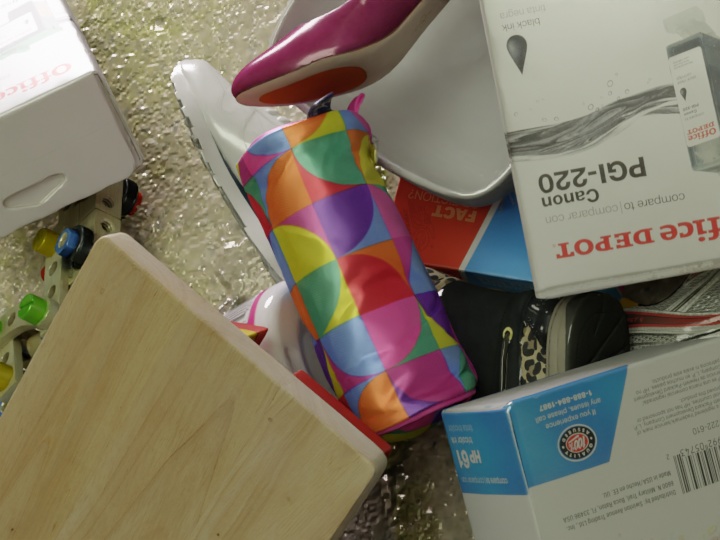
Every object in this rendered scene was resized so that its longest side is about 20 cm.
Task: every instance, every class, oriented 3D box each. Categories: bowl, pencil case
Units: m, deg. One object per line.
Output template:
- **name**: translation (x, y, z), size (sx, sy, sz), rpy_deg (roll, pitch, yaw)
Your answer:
- **bowl**: translation (0.063, -0.147, 1.139), size (0.200, 0.075, 0.200), rpy_deg (35, 89, 27)
- **pencil case**: translation (0.000, 0.000, 1.062), size (0.088, 0.088, 0.200), rpy_deg (-24, 81, 14)

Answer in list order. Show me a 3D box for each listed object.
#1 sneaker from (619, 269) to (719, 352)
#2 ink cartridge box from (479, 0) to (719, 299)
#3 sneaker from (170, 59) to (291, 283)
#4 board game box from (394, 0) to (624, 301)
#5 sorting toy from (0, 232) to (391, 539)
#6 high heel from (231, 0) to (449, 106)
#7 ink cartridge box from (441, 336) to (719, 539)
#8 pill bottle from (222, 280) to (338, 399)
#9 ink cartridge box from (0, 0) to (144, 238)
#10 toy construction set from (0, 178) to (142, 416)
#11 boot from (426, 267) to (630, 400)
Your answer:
- **sneaker**: translation (0.233, 0.011, 1.064), size (0.200, 0.078, 0.082), rpy_deg (-26, 64, 13)
- **ink cartridge box**: translation (0.150, -0.095, 1.008), size (0.145, 0.085, 0.200), rpy_deg (-10, 96, 14)
- **sneaker**: translation (-0.057, -0.068, 1.220), size (0.080, 0.076, 0.200), rpy_deg (-33, 68, -3)
- **board game box**: translation (0.110, -0.085, 1.165), size (0.153, 0.040, 0.200), rpy_deg (9, 77, 24)
- **sorting toy**: translation (-0.098, 0.111, 1.035), size (0.199, 0.070, 0.200), rpy_deg (39, 116, 15)
- **high heel**: translation (0.006, -0.168, 1.091), size (0.200, 0.067, 0.096), rpy_deg (-22, 76, 0)
- **ink cartridge box**: translation (0.143, 0.151, 0.982), size (0.144, 0.085, 0.200), rpy_deg (-14, 89, -26)
- **pill bottle**: translation (-0.090, 0.096, 1.132), size (0.200, 0.113, 0.114), rpy_deg (-30, 64, 29)
- **ink cartridge box**: translation (-0.246, -0.118, 1.242), size (0.146, 0.084, 0.200), rpy_deg (-27, 40, -5)
- **toy construction set**: translation (-0.211, -0.003, 1.251), size (0.131, 0.092, 0.200), rpy_deg (-40, 52, 34)
- **boot**: translation (0.080, 0.101, 1.106), size (0.154, 0.073, 0.204), rpy_deg (14, 102, 45)
